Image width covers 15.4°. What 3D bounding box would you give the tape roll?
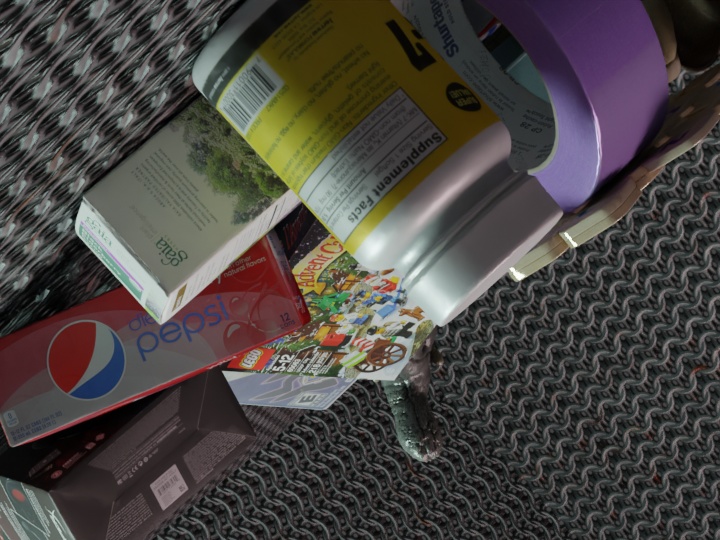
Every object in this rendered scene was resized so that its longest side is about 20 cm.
[{"bbox_3d":[0.085,-0.131,1.570,0.066,0.200,0.200,-39,174,-27],"label":"tape roll"}]

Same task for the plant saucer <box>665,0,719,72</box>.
[{"bbox_3d":[0.201,-0.227,1.698,0.037,0.201,0.200,-19,169,-12],"label":"plant saucer"}]

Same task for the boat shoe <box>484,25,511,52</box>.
[{"bbox_3d":[0.091,-0.116,1.816,0.062,0.074,0.201,55,39,-48],"label":"boat shoe"}]

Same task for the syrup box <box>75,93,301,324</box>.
[{"bbox_3d":[-0.071,-0.066,1.589,0.200,0.079,0.081,-42,175,-15],"label":"syrup box"}]

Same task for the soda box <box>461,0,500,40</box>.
[{"bbox_3d":[0.069,-0.185,1.699,0.200,0.063,0.070,-47,176,31],"label":"soda box"}]

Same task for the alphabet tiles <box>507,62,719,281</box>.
[{"bbox_3d":[0.161,-0.063,1.628,0.195,0.015,0.200,-33,-170,41],"label":"alphabet tiles"}]

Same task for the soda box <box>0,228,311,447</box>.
[{"bbox_3d":[-0.134,0.041,1.658,0.199,0.070,0.063,-23,180,5],"label":"soda box"}]

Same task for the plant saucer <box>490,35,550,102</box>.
[{"bbox_3d":[0.120,-0.131,1.778,0.019,0.070,0.200,1,-154,29],"label":"plant saucer"}]

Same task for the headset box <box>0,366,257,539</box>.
[{"bbox_3d":[-0.189,0.112,1.762,0.149,0.075,0.200,-40,-152,-26],"label":"headset box"}]

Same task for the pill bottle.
[{"bbox_3d":[0.011,-0.073,1.481,0.114,0.200,0.114,-42,175,-4],"label":"pill bottle"}]

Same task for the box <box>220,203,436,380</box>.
[{"bbox_3d":[0.000,0.000,1.740,0.136,0.038,0.200,4,143,-27],"label":"box"}]

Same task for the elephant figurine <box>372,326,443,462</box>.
[{"bbox_3d":[0.019,0.011,1.983,0.142,0.155,0.200,-53,-156,32],"label":"elephant figurine"}]

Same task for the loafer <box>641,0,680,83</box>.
[{"bbox_3d":[0.145,-0.193,1.754,0.075,0.200,0.069,-19,134,-30],"label":"loafer"}]

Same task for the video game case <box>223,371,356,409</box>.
[{"bbox_3d":[-0.036,0.032,1.850,0.182,0.023,0.200,7,141,-42],"label":"video game case"}]
